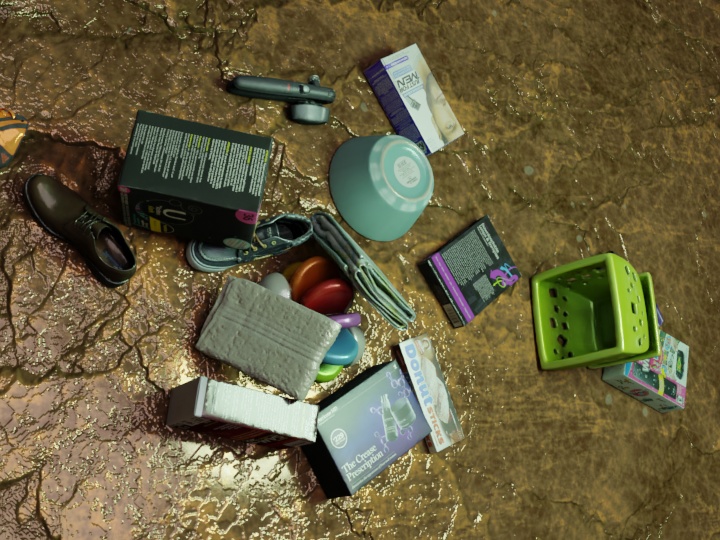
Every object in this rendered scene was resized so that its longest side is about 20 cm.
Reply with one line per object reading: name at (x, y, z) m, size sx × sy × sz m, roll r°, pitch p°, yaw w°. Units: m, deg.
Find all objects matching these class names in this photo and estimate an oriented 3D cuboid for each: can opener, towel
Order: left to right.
towel at (-0.141, 0.100, 1.355) m, size 0.199 × 0.034 × 0.133 m, roll 25°, pitch 82°, yaw 16°
can opener at (-0.132, -0.308, 1.553) m, size 0.199 × 0.063 × 0.079 m, roll 8°, pitch 72°, yaw -34°
towel at (0.000, 0.000, 1.471) m, size 0.048 × 0.200 × 0.171 m, roll -40°, pitch 125°, yaw 2°

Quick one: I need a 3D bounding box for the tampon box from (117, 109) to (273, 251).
tampon box at (-0.242, -0.128, 1.327) m, size 0.198 × 0.150 × 0.127 m, roll 12°, pitch 68°, yaw -7°

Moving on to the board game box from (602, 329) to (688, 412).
board game box at (0.615, 0.199, 1.933) m, size 0.199 × 0.064 × 0.149 m, roll 27°, pitch 62°, yaw -26°

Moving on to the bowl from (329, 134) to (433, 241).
bowl at (0.053, -0.163, 1.616) m, size 0.200 × 0.105 × 0.202 m, roll 11°, pitch 70°, yaw -32°

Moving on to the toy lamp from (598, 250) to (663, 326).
toy lamp at (0.592, 0.047, 1.969) m, size 0.200 × 0.058 × 0.058 m, roll 49°, pitch 54°, yaw -11°

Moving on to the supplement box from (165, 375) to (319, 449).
supplement box at (-0.174, 0.215, 1.334) m, size 0.199 × 0.109 × 0.061 m, roll 18°, pitch 65°, yaw -29°

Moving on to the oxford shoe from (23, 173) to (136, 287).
oxford shoe at (-0.391, -0.068, 1.282) m, size 0.200 × 0.084 × 0.073 m, roll 45°, pitch 57°, yaw -14°

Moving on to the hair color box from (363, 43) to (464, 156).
hair color box at (0.104, -0.322, 1.727) m, size 0.109 × 0.065 × 0.201 m, roll -34°, pitch 98°, yaw -38°

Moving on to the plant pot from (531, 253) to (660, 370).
plant pot at (0.479, 0.094, 1.790) m, size 0.181 × 0.199 × 0.201 m, roll 11°, pitch 69°, yaw -39°

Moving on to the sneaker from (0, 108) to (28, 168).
sneaker at (-0.528, -0.233, 1.248) m, size 0.111 × 0.077 × 0.202 m, roll -5°, pitch 89°, yaw -40°

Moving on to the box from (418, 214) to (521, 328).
box at (0.214, 0.000, 1.724) m, size 0.200 × 0.036 × 0.144 m, roll -35°, pitch 98°, yaw -36°

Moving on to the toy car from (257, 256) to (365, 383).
toy car at (-0.063, 0.075, 1.430) m, size 0.174 × 0.150 × 0.202 m, roll -6°, pitch 79°, yaw -37°

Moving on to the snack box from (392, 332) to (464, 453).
snack box at (0.121, 0.216, 1.598) m, size 0.072 × 0.024 × 0.201 m, roll -18°, pitch 87°, yaw -36°

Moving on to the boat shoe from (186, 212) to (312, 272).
boat shoe at (-0.174, -0.052, 1.426) m, size 0.199 × 0.091 × 0.071 m, roll -15°, pitch 85°, yaw -37°

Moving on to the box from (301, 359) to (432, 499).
box at (0.003, 0.256, 1.470) m, size 0.199 × 0.079 × 0.142 m, roll -31°, pitch 92°, yaw -38°
